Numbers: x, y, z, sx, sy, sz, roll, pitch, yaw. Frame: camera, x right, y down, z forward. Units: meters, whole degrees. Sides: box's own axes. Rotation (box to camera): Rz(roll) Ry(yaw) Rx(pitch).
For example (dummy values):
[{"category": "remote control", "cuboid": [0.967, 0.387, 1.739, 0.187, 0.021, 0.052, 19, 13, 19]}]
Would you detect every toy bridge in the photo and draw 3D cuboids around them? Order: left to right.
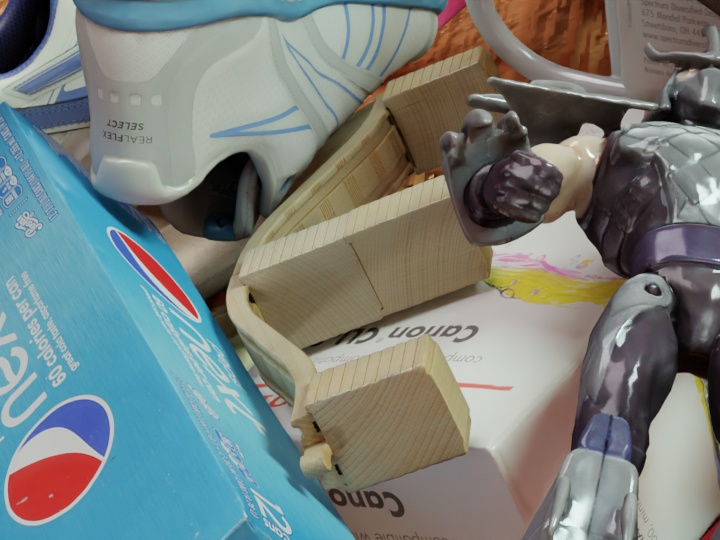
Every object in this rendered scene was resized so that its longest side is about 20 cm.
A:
[{"category": "toy bridge", "cuboid": [0.000, 0.000, 0.729, 0.067, 0.027, 0.200, -20, 22, 16]}]

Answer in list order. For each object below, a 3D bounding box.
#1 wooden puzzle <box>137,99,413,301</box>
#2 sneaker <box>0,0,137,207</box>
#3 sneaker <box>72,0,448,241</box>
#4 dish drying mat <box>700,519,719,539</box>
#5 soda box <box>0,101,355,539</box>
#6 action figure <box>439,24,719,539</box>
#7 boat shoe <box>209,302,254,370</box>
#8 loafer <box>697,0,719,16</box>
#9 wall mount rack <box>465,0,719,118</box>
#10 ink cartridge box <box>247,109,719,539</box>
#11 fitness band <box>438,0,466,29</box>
[{"category": "wooden puzzle", "cuboid": [-0.057, -0.003, 0.923, 0.185, 0.037, 0.200, -32, 7, -13]}, {"category": "sneaker", "cuboid": [-0.065, -0.100, 0.927, 0.200, 0.088, 0.075, -49, 26, -8]}, {"category": "sneaker", "cuboid": [-0.032, -0.053, 0.807, 0.075, 0.087, 0.200, 7, 7, 22]}, {"category": "dish drying mat", "cuboid": [0.069, 0.104, 0.621, 0.077, 0.018, 0.200, 1, 36, 47]}, {"category": "soda box", "cuboid": [-0.063, 0.042, 0.691, 0.068, 0.064, 0.200, -45, 36, 6]}, {"category": "action figure", "cuboid": [0.078, 0.013, 0.642, 0.129, 0.070, 0.201, 7, 47, 2]}, {"category": "boat shoe", "cuboid": [-0.063, 0.059, 0.823, 0.199, 0.063, 0.073, -29, -3, -12]}, {"category": "loafer", "cuboid": [0.129, -0.064, 0.688, 0.199, 0.073, 0.071, 29, 15, 21]}, {"category": "wall mount rack", "cuboid": [0.127, -0.103, 0.762, 0.199, 0.174, 0.075, 11, 41, 23]}, {"category": "ink cartridge box", "cuboid": [0.038, 0.035, 0.736, 0.116, 0.068, 0.200, -3, 33, 45]}, {"category": "fitness band", "cuboid": [-0.026, -0.075, 1.031, 0.200, 0.038, 0.144, -24, 11, 44]}]
